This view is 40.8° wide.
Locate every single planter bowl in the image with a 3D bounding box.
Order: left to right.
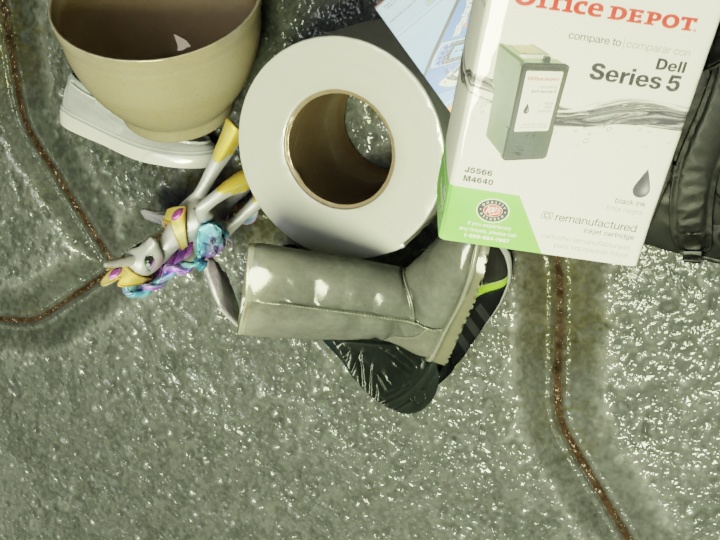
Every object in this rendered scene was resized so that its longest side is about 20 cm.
[{"bbox_3d":[-0.189,-0.214,0.949,0.199,0.201,0.135,18,143,16],"label":"planter bowl"}]

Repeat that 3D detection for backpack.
[{"bbox_3d":[0.272,-0.129,0.806,0.162,0.154,0.201,14,136,22],"label":"backpack"}]

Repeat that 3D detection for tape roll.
[{"bbox_3d":[0.004,-0.127,0.911,0.201,0.139,0.204,8,113,20],"label":"tape roll"}]

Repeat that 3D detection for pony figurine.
[{"bbox_3d":[-0.161,-0.043,0.999,0.200,0.193,0.167,-45,73,3],"label":"pony figurine"}]

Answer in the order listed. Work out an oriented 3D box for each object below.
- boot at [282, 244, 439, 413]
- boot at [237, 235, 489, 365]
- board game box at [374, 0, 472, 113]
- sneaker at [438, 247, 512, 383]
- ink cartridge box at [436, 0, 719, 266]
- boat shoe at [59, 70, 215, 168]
[{"bbox_3d":[-0.011,0.050,0.979,0.200,0.168,0.076,43,88,-7],"label":"boot"},{"bbox_3d":[0.000,0.000,0.838,0.198,0.073,0.183,16,120,-4],"label":"boot"},{"bbox_3d":[0.115,-0.207,0.676,0.199,0.019,0.103,-35,93,25],"label":"board game box"},{"bbox_3d":[0.092,0.051,0.972,0.071,0.083,0.201,27,117,11],"label":"sneaker"},{"bbox_3d":[0.138,-0.115,0.654,0.144,0.084,0.201,8,124,-1],"label":"ink cartridge box"},{"bbox_3d":[-0.238,-0.166,1.048,0.199,0.072,0.069,24,117,24],"label":"boat shoe"}]
